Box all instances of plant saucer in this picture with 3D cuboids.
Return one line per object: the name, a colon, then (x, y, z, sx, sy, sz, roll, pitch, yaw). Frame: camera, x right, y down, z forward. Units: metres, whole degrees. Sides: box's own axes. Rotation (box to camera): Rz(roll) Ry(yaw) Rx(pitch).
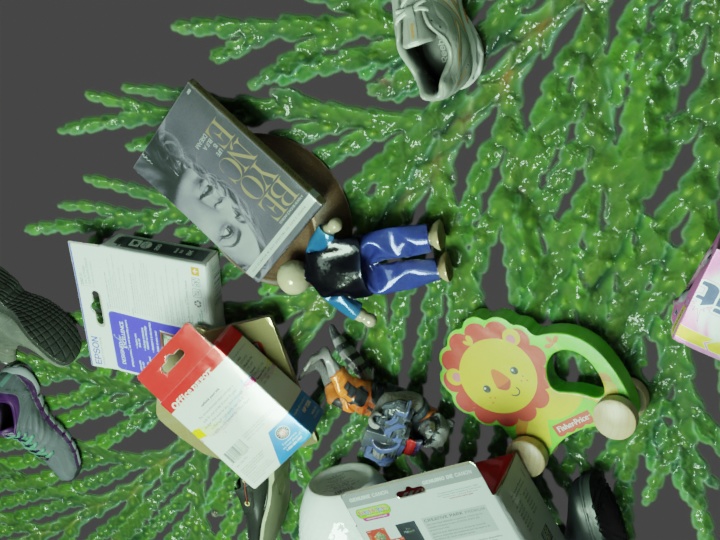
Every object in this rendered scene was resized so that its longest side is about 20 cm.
plant saucer: (-0.107, -0.059, 1.303, 0.199, 0.037, 0.202, 13, 124, 20)

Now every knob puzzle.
knob puzzle: (-0.168, 0.156, 1.420, 0.218, 0.030, 0.221, 5, 112, 12)

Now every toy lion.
toy lion: (0.191, 0.120, 1.252, 0.200, 0.069, 0.192, -32, 94, 37)

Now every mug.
mug: (0.019, 0.337, 1.425, 0.199, 0.148, 0.177, -13, 106, 0)

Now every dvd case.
dvd case: (-0.152, -0.098, 1.269, 0.200, 0.016, 0.149, 42, 128, -1)

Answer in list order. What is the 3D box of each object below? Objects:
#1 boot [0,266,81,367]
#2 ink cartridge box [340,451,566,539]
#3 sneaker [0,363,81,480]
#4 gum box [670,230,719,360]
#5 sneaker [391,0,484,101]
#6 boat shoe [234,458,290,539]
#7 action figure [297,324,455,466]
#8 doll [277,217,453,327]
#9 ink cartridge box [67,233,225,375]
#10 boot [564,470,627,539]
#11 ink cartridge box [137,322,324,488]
boot: (-0.476, 0.088, 1.568, 0.200, 0.068, 0.131, 38, 133, 11)
ink cartridge box: (0.105, 0.285, 1.286, 0.199, 0.084, 0.176, -21, 106, 34)
sneaker: (-0.488, 0.240, 1.641, 0.074, 0.088, 0.201, -15, 111, 33)
gum box: (0.409, 0.044, 1.084, 0.199, 0.066, 0.114, 25, 125, 12)
sneaker: (0.059, -0.256, 1.064, 0.075, 0.092, 0.201, -13, 112, 31)
boat shoe: (-0.133, 0.290, 1.504, 0.063, 0.074, 0.203, 14, 118, 17)
action figure: (0.026, 0.147, 1.322, 0.193, 0.105, 0.200, 31, 153, 0)
doll: (0.000, 0.000, 1.250, 0.199, 0.049, 0.137, -8, 114, 16)
ink cartridge box: (-0.268, 0.052, 1.444, 0.199, 0.043, 0.199, 10, 123, 18)
boot: (0.232, 0.331, 1.341, 0.167, 0.077, 0.201, -11, 119, 27)
ink cartridge box: (-0.158, 0.152, 1.363, 0.200, 0.067, 0.116, 44, 113, -5)
